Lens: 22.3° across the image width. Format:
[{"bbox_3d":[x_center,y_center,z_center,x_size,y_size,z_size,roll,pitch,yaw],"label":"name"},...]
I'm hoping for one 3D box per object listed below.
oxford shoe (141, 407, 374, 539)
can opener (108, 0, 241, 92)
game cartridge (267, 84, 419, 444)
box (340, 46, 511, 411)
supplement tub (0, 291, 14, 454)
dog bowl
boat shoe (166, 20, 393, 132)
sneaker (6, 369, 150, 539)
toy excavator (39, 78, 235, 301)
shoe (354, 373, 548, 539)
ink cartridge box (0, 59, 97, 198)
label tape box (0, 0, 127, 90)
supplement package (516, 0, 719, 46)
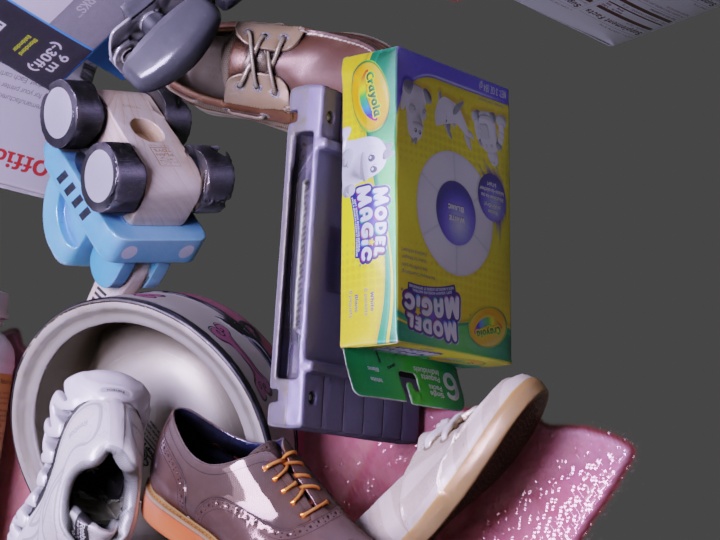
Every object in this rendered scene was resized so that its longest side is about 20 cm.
[{"bbox_3d":[-0.046,0.141,1.051,0.200,0.071,0.073,21,113,29],"label":"oxford shoe"},{"bbox_3d":[-0.079,-0.188,1.195,0.200,0.053,0.067,-39,62,-11],"label":"can opener"},{"bbox_3d":[0.000,0.000,1.097,0.038,0.129,0.201,-3,80,39],"label":"game cartridge"},{"bbox_3d":[0.039,-0.021,1.078,0.048,0.117,0.201,-6,78,39],"label":"box"},{"bbox_3d":[-0.332,0.107,1.338,0.144,0.144,0.201,3,83,39],"label":"supplement tub"},{"bbox_3d":[-0.124,0.103,1.175,0.199,0.074,0.201,10,111,26],"label":"dog bowl"},{"bbox_3d":[-0.062,-0.129,1.210,0.200,0.072,0.076,4,84,40],"label":"boat shoe"},{"bbox_3d":[-0.173,0.162,1.119,0.081,0.075,0.201,-116,35,-56],"label":"sneaker"},{"bbox_3d":[-0.170,-0.006,1.275,0.195,0.100,0.200,55,129,31],"label":"toy excavator"},{"bbox_3d":[0.036,0.130,1.078,0.053,0.070,0.200,43,112,14],"label":"shoe"},{"bbox_3d":[-0.271,-0.170,1.335,0.086,0.146,0.201,25,97,49],"label":"ink cartridge box"},{"bbox_3d":[-0.193,-0.198,1.241,0.144,0.200,0.063,-38,41,28],"label":"label tape box"},{"bbox_3d":[0.171,-0.255,0.996,0.200,0.147,0.192,-18,70,36],"label":"supplement package"}]
